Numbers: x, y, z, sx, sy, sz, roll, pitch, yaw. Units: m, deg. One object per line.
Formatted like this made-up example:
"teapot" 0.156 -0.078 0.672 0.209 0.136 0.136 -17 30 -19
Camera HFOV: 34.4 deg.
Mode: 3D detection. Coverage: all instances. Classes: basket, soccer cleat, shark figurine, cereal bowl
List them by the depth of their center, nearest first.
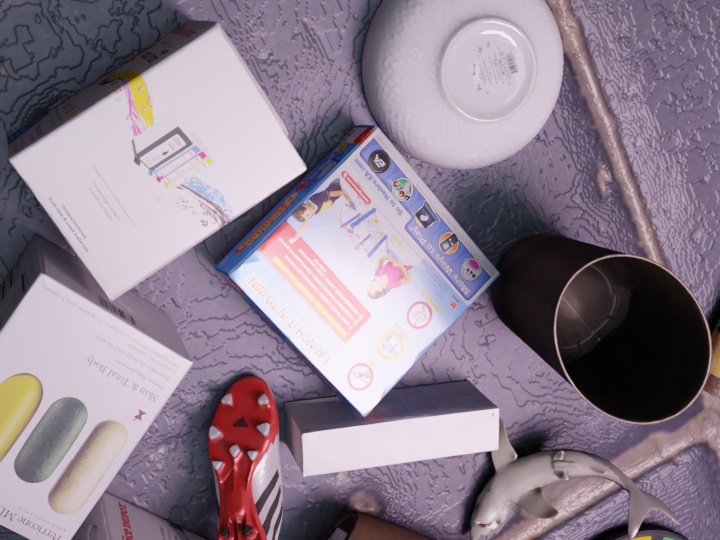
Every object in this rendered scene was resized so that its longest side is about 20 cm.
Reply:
"cereal bowl" 0.105 -0.191 1.091 0.200 0.083 0.200 -4 104 -15
"basket" 0.216 0.040 1.118 0.136 0.200 0.180 -45 110 -1
"soccer cleat" -0.107 0.204 1.124 0.069 0.085 0.200 -5 73 8
"shark figurine" 0.218 0.219 1.218 0.089 0.214 0.128 21 63 -57

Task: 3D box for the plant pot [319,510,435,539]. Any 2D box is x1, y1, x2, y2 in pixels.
"plant pot" 0.042 0.340 1.167 0.200 0.187 0.187 40 90 -7

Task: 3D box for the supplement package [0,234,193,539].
"supplement package" -0.272 0.103 1.013 0.152 0.151 0.200 34 92 -22

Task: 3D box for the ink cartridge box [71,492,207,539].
"ink cartridge box" -0.177 0.307 1.096 0.200 0.147 0.083 31 93 -20

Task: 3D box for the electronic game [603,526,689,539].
"electronic game" 0.312 0.384 1.317 0.200 0.042 0.200 -4 104 -16

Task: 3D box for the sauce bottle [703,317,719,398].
"sauce bottle" 0.428 0.046 1.257 0.065 0.065 0.200 23 95 -20

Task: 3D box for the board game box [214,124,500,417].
"board game box" 0.000 0.000 1.107 0.196 0.056 0.200 -45 111 -10

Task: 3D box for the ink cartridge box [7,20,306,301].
"ink cartridge box" -0.176 -0.102 0.993 0.200 0.147 0.145 -34 110 -6

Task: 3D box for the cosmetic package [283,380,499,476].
"cosmetic package" 0.030 0.156 1.154 0.200 0.083 0.051 -5 104 -15
